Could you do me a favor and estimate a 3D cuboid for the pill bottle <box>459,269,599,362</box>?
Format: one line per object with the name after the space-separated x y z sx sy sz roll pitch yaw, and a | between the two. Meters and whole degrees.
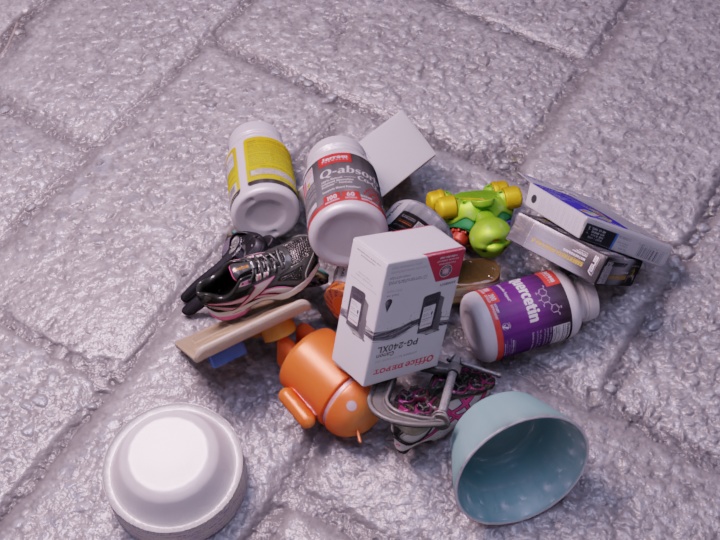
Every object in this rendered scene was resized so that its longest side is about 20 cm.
0.262 0.065 1.623 0.200 0.112 0.113 -16 57 -11 | pill bottle

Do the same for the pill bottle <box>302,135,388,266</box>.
-0.027 -0.108 1.561 0.116 0.116 0.200 -6 40 -4 | pill bottle

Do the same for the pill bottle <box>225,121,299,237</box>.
-0.168 -0.157 1.768 0.114 0.114 0.200 -8 45 -5 | pill bottle

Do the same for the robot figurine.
-0.039 0.164 1.555 0.200 0.117 0.144 41 20 25 | robot figurine

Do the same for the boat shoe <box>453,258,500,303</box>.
0.125 0.027 1.677 0.200 0.066 0.074 -1 48 13 | boat shoe

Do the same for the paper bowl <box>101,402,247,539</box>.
-0.265 0.280 1.485 0.200 0.104 0.201 0 57 0 | paper bowl

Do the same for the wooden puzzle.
-0.176 0.094 1.581 0.185 0.200 0.046 -25 97 -16 | wooden puzzle

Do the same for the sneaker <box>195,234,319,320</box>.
-0.154 0.009 1.551 0.200 0.086 0.080 -32 63 8 | sneaker

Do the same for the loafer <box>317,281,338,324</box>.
0.000 0.000 1.688 0.070 0.070 0.200 -10 48 48 | loafer

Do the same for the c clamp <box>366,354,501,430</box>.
0.101 0.168 1.493 0.171 0.027 0.200 18 31 11 | c clamp

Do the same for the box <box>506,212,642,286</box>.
0.338 -0.031 1.641 0.158 0.200 0.048 29 102 27 | box

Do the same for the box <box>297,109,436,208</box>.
0.007 -0.161 1.758 0.200 0.124 0.098 -39 94 -23 | box

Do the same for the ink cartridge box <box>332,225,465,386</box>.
0.052 0.049 1.471 0.145 0.200 0.083 -12 34 -36 | ink cartridge box

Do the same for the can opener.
-0.213 0.008 1.648 0.200 0.079 0.063 -39 36 20 | can opener

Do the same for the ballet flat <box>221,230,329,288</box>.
-0.144 0.001 1.698 0.200 0.072 0.072 23 58 24 | ballet flat

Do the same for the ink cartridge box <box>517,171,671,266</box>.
0.368 -0.084 1.690 0.198 0.043 0.200 15 19 -32 | ink cartridge box

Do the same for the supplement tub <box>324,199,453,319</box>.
0.042 -0.004 1.597 0.123 0.123 0.200 31 60 20 | supplement tub

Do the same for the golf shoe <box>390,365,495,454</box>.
0.119 0.203 1.557 0.200 0.092 0.073 -19 39 -37 | golf shoe

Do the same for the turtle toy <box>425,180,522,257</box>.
0.193 -0.081 1.708 0.146 0.101 0.200 -9 13 -6 | turtle toy

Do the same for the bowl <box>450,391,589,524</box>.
0.207 0.247 1.468 0.201 0.201 0.105 -15 37 -10 | bowl
